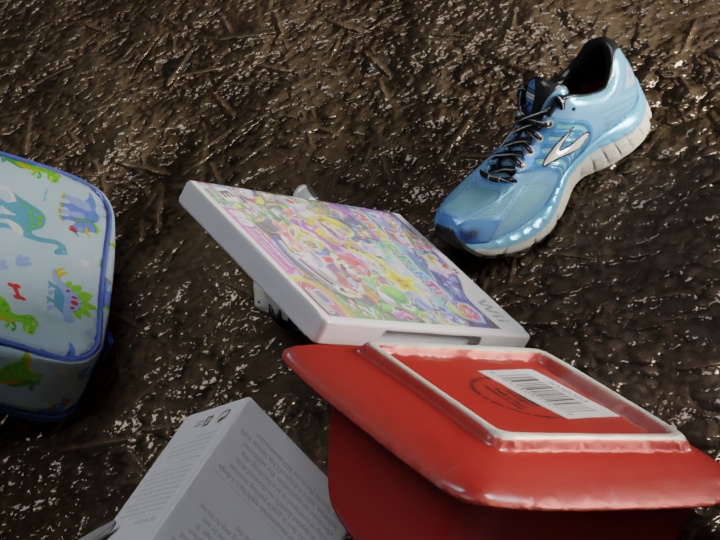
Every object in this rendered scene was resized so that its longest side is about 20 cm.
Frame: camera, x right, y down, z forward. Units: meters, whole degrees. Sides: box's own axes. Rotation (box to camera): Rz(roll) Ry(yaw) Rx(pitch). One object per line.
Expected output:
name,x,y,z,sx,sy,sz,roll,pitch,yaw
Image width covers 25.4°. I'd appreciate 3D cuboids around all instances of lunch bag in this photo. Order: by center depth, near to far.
lunch bag,-0.251,0.007,1.111,0.159,0.083,0.201,14,39,-18

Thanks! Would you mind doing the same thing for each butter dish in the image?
butter dish,0.068,0.129,0.841,0.198,0.149,0.200,3,16,-34

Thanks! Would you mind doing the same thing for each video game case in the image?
video game case,0.000,0.000,0.977,0.143,0.199,0.018,44,113,34

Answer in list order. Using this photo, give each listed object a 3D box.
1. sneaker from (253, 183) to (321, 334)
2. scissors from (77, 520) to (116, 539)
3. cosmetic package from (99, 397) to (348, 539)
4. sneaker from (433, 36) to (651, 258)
sneaker,-0.023,0.024,1.060,0.080,0.074,0.200,-37,36,2
scissors,-0.209,0.187,0.917,0.200,0.014,0.073,-43,19,14
cosmetic package,-0.096,0.179,0.866,0.071,0.102,0.201,-21,27,49
sneaker,0.117,-0.091,1.100,0.078,0.090,0.200,24,58,41
